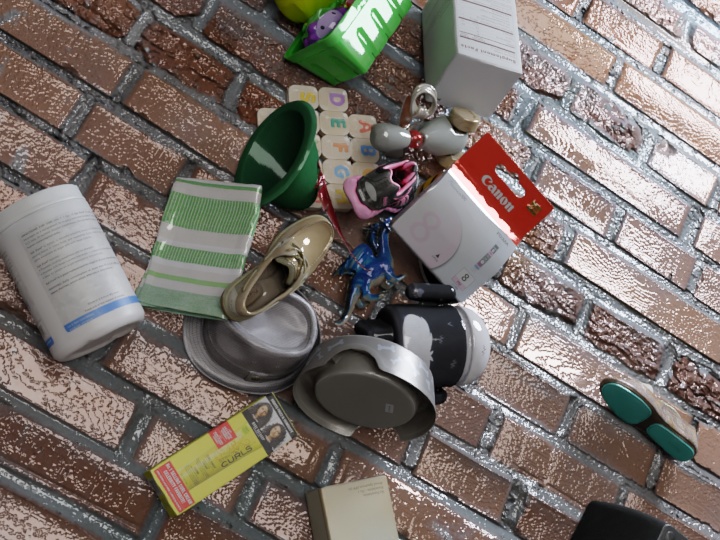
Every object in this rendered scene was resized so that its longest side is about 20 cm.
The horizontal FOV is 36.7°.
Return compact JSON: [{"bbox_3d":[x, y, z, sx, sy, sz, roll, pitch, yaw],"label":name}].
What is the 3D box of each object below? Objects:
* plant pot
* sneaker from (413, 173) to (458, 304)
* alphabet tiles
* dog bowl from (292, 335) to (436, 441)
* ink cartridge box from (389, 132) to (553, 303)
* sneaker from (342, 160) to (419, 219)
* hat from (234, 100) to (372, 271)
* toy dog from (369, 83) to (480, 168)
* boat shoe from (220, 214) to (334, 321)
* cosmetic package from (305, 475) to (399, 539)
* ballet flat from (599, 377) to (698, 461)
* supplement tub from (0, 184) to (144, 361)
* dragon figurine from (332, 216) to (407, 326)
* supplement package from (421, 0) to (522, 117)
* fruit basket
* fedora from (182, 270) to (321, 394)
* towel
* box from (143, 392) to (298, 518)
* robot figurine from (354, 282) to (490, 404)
[{"bbox_3d":[0.413,0.462,1.566,0.199,0.177,0.200,39,63,-7],"label":"plant pot"},{"bbox_3d":[0.131,-0.052,1.652,0.070,0.090,0.201,-4,76,-23],"label":"sneaker"},{"bbox_3d":[-0.062,-0.188,1.658,0.195,0.015,0.201,2,73,-21],"label":"alphabet tiles"},{"bbox_3d":[0.010,0.161,1.489,0.199,0.200,0.059,25,53,-13],"label":"dog bowl"},{"bbox_3d":[0.167,-0.077,1.597,0.200,0.057,0.163,-42,102,8],"label":"ink cartridge box"},{"bbox_3d":[0.055,-0.133,1.609,0.079,0.095,0.200,59,28,-1],"label":"sneaker"},{"bbox_3d":[-0.070,-0.120,1.594,0.176,0.165,0.201,32,65,-36],"label":"hat"},{"bbox_3d":[0.093,-0.220,1.681,0.200,0.096,0.132,23,106,-45],"label":"toy dog"},{"bbox_3d":[-0.099,-0.004,1.452,0.200,0.065,0.072,-42,109,-27],"label":"boat shoe"},{"bbox_3d":[-0.002,0.390,1.480,0.103,0.073,0.201,-7,77,-24],"label":"cosmetic package"},{"bbox_3d":[0.459,0.223,1.726,0.200,0.068,0.067,43,45,-11],"label":"ballet flat"},{"bbox_3d":[-0.380,0.004,1.409,0.132,0.132,0.201,-26,86,-26],"label":"supplement tub"},{"bbox_3d":[0.000,0.000,1.602,0.200,0.059,0.100,-40,92,-27],"label":"dragon figurine"},{"bbox_3d":[0.174,-0.365,1.723,0.117,0.117,0.201,13,56,-19],"label":"supplement package"},{"bbox_3d":[-0.050,-0.415,1.667,0.215,0.155,0.217,4,83,-36],"label":"fruit basket"},{"bbox_3d":[-0.140,0.077,1.505,0.199,0.090,0.178,21,68,-15],"label":"fedora"},{"bbox_3d":[-0.223,-0.034,1.497,0.152,0.023,0.201,7,67,22],"label":"towel"},{"bbox_3d":[-0.187,0.247,1.459,0.200,0.050,0.075,-30,88,-26],"label":"box"},{"bbox_3d":[0.090,0.109,1.573,0.199,0.151,0.125,1,49,-21],"label":"robot figurine"}]
